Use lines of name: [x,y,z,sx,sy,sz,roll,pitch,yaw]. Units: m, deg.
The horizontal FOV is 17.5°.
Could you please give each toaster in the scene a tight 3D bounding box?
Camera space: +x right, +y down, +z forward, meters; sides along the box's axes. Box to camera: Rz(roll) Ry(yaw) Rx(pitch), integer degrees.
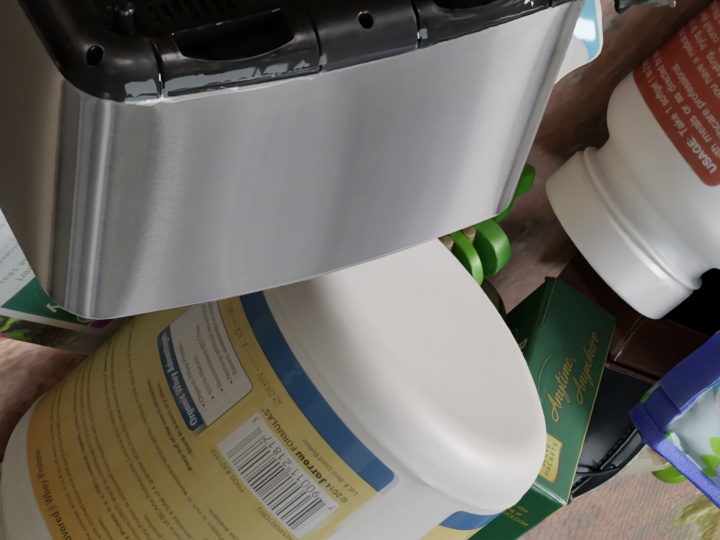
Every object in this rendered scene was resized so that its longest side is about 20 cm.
toaster: [-0.038,-0.093,0.742,0.180,0.200,0.119,-16,143,-24]

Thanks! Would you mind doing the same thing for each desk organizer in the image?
desk organizer: [0.200,0.024,1.212,0.199,0.072,0.077,20,115,-38]

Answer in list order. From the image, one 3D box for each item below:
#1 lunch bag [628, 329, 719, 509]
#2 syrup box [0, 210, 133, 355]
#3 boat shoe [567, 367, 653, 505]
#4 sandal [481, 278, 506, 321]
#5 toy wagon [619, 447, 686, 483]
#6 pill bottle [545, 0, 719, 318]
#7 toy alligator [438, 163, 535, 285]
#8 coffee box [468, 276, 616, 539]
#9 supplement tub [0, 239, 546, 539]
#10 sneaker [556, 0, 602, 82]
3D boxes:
lunch bag: [0.244,0.052,1.116,0.170,0.128,0.200,-45,134,16]
syrup box: [-0.136,-0.031,0.864,0.079,0.082,0.200,-40,149,23]
boat shoe: [0.089,0.103,1.271,0.200,0.075,0.062,-34,179,15]
sandal: [0.017,0.046,1.075,0.079,0.058,0.201,-24,-162,19]
toy wagon: [0.181,0.073,1.349,0.199,0.040,0.155,-29,150,-1]
pill bottle: [0.185,-0.071,1.060,0.200,0.113,0.112,-40,149,17]
toy alligator: [0.000,0.000,1.060,0.199,0.054,0.059,-19,148,-19]
coffee box: [0.043,0.101,1.151,0.044,0.123,0.200,33,136,-13]
supplement tub: [-0.044,0.076,0.885,0.200,0.145,0.144,-39,149,21]
sneaker: [0.022,-0.062,0.916,0.080,0.077,0.200,4,159,-23]
